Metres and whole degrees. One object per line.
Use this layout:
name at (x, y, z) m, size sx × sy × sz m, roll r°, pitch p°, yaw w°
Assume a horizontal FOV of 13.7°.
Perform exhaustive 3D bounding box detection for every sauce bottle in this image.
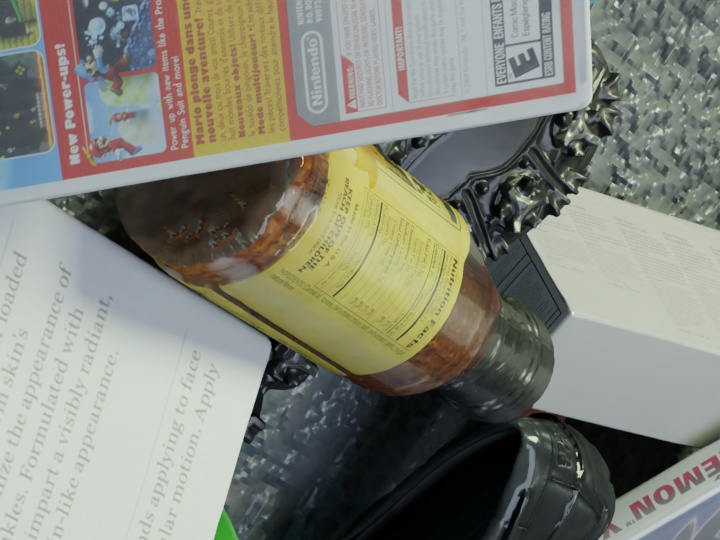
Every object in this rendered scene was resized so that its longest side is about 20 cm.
sauce bottle at (0.000, 0.000, 0.897) m, size 0.066 × 0.066 × 0.200 m, roll -54°, pitch 149°, yaw 0°

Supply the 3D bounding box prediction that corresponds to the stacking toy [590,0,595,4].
stacking toy at (0.019, -0.107, 0.997) m, size 0.199 × 0.085 × 0.086 m, roll -21°, pitch 124°, yaw -18°

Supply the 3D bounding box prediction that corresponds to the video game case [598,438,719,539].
video game case at (0.173, 0.112, 1.171) m, size 0.182 × 0.023 × 0.200 m, roll -31°, pitch 144°, yaw 3°

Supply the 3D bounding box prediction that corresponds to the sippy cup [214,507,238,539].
sippy cup at (-0.106, 0.141, 1.000) m, size 0.130 × 0.178 × 0.140 m, roll -13°, pitch 149°, yaw -18°

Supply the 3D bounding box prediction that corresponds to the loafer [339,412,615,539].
loafer at (0.003, 0.122, 1.084) m, size 0.200 × 0.068 × 0.070 m, roll -43°, pitch 143°, yaw 12°

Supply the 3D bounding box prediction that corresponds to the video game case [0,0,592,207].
video game case at (-0.042, -0.092, 0.738) m, size 0.199 × 0.017 × 0.144 m, roll -10°, pitch 117°, yaw -10°

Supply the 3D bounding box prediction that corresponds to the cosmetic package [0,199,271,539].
cosmetic package at (-0.164, 0.054, 0.846) m, size 0.200 × 0.164 × 0.166 m, roll 35°, pitch 65°, yaw -41°

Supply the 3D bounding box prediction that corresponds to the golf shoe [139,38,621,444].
golf shoe at (-0.008, -0.026, 1.000) m, size 0.199 × 0.094 × 0.078 m, roll -34°, pitch 114°, yaw -8°

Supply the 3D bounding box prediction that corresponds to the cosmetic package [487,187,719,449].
cosmetic package at (0.117, 0.022, 1.121) m, size 0.199 × 0.083 × 0.051 m, roll 16°, pitch 127°, yaw -40°

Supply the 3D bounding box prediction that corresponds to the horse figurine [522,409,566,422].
horse figurine at (0.036, 0.154, 1.158) m, size 0.200 × 0.050 × 0.133 m, roll -46°, pitch 139°, yaw -12°
